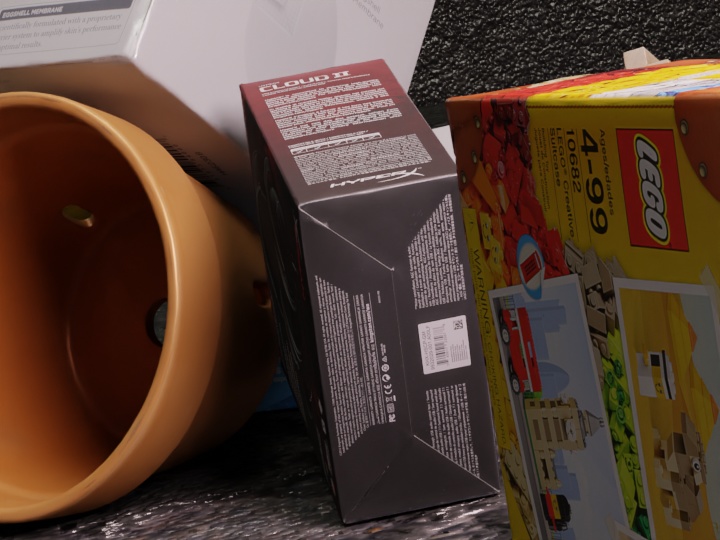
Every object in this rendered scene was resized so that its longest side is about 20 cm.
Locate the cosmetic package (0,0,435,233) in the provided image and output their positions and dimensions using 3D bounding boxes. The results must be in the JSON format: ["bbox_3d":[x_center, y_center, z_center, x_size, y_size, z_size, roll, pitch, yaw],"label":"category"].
[{"bbox_3d":[-0.071,-0.141,1.266,0.122,0.201,0.199,0,-28,38],"label":"cosmetic package"}]

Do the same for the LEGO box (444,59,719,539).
[{"bbox_3d":[0.096,0.051,0.580,0.077,0.201,0.149,-12,7,-20],"label":"LEGO box"}]

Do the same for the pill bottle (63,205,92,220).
[{"bbox_3d":[-0.152,-0.079,1.385,0.111,0.113,0.200,-7,-8,21],"label":"pill bottle"}]

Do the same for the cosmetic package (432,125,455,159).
[{"bbox_3d":[0.103,-0.033,1.442,0.199,0.113,0.081,-15,-15,-31],"label":"cosmetic package"}]

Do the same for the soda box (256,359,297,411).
[{"bbox_3d":[0.012,0.030,1.318,0.199,0.068,0.064,-7,13,21],"label":"soda box"}]

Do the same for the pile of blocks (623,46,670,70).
[{"bbox_3d":[0.200,-0.047,1.259,0.062,0.200,0.082,-14,48,22],"label":"pile of blocks"}]

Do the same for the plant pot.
[{"bbox_3d":[-0.131,0.022,1.188,0.199,0.202,0.140,-5,-7,30],"label":"plant pot"}]

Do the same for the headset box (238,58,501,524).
[{"bbox_3d":[0.000,0.000,1.104,0.077,0.150,0.200,-11,23,-8],"label":"headset box"}]
